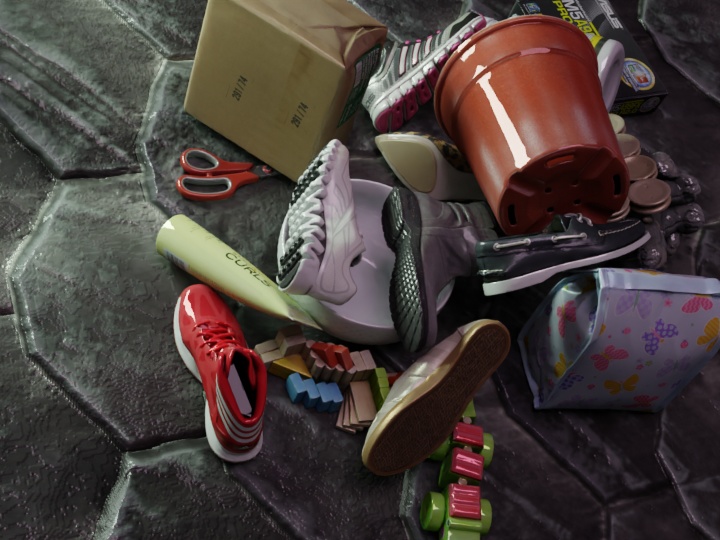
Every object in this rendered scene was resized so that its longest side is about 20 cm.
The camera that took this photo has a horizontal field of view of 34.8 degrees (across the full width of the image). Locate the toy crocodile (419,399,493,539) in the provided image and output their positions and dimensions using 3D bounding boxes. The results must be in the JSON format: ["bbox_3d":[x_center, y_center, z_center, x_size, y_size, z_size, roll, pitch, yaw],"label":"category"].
[{"bbox_3d":[0.103,0.212,1.178,0.067,0.062,0.201,14,54,-10],"label":"toy crocodile"}]

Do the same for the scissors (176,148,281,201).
[{"bbox_3d":[-0.120,-0.110,1.354,0.198,0.014,0.074,1,54,-21],"label":"scissors"}]

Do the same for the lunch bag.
[{"bbox_3d":[0.291,0.062,1.263,0.168,0.201,0.128,2,56,-17],"label":"lunch bag"}]

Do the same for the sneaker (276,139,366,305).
[{"bbox_3d":[-0.033,-0.049,1.209,0.080,0.075,0.201,23,53,-19],"label":"sneaker"}]

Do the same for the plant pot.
[{"bbox_3d":[0.198,-0.143,1.279,0.199,0.202,0.196,3,45,-18],"label":"plant pot"}]

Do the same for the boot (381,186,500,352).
[{"bbox_3d":[0.099,-0.002,1.221,0.130,0.070,0.202,9,58,-21],"label":"boot"}]

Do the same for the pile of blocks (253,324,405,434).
[{"bbox_3d":[-0.017,0.115,1.202,0.198,0.062,0.083,18,52,-7],"label":"pile of blocks"}]

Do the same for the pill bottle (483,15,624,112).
[{"bbox_3d":[0.235,-0.268,1.505,0.199,0.113,0.113,21,49,21],"label":"pill bottle"}]

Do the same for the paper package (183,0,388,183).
[{"bbox_3d":[-0.090,-0.229,1.320,0.190,0.201,0.104,33,48,7],"label":"paper package"}]

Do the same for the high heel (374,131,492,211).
[{"bbox_3d":[0.123,-0.128,1.442,0.199,0.072,0.142,29,23,20],"label":"high heel"}]

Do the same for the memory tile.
[{"bbox_3d":[0.272,-0.118,1.375,0.152,0.017,0.201,-16,39,0],"label":"memory tile"}]

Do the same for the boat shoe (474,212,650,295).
[{"bbox_3d":[0.213,-0.030,1.206,0.198,0.076,0.061,-18,95,-21],"label":"boat shoe"}]

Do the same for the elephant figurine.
[{"bbox_3d":[0.315,-0.059,1.383,0.199,0.155,0.142,-29,78,-42],"label":"elephant figurine"}]

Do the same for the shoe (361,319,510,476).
[{"bbox_3d":[0.073,0.127,1.175,0.200,0.053,0.070,-46,117,-7],"label":"shoe"}]

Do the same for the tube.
[{"bbox_3d":[-0.128,0.008,1.210,0.199,0.052,0.058,32,44,25],"label":"tube"}]

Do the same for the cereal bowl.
[{"bbox_3d":[0.000,0.000,1.274,0.198,0.084,0.202,10,54,-14],"label":"cereal bowl"}]

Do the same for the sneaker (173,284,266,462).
[{"bbox_3d":[-0.130,0.079,1.151,0.078,0.116,0.201,-11,61,-26],"label":"sneaker"}]

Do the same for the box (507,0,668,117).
[{"bbox_3d":[0.319,-0.304,1.627,0.159,0.044,0.201,-11,61,-25],"label":"box"}]

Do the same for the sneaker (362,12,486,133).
[{"bbox_3d":[0.072,-0.269,1.463,0.200,0.074,0.087,-42,66,-3],"label":"sneaker"}]
